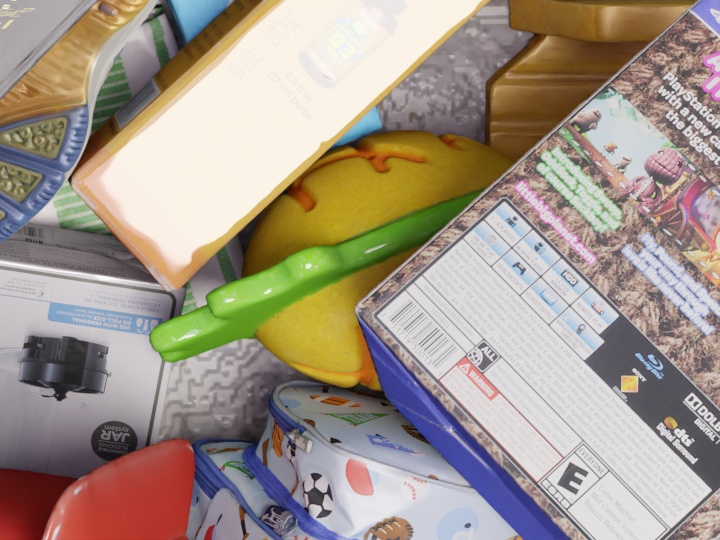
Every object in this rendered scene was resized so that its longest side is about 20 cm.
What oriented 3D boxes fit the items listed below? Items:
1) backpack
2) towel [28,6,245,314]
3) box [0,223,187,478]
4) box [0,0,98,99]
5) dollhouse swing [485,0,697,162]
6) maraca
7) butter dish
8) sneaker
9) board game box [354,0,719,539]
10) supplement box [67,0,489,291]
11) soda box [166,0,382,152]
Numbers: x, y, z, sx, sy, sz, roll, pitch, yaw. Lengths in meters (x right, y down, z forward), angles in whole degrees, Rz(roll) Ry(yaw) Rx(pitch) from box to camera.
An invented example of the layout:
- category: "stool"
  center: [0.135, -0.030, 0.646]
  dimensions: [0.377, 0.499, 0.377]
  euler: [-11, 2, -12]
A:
- category: "backpack"
  center: [0.000, 0.131, 1.237]
  dimensions: [0.199, 0.190, 0.155]
  euler: [21, 89, -29]
- category: "towel"
  center: [-0.158, -0.018, 1.278]
  dimensions: [0.199, 0.023, 0.153]
  euler: [-19, 102, -4]
- category: "box"
  center: [-0.149, 0.083, 1.262]
  dimensions: [0.116, 0.060, 0.201]
  euler: [10, 107, -11]
- category: "box"
  center: [-0.169, -0.164, 1.034]
  dimensions: [0.161, 0.049, 0.200]
  euler: [-44, 102, -1]
- category: "dollhouse swing"
  center: [0.156, -0.012, 1.241]
  dimensions: [0.180, 0.176, 0.201]
  euler: [-1, 101, -7]
- category: "maraca"
  center: [0.000, 0.000, 1.219]
  dimensions: [0.199, 0.137, 0.108]
  euler: [-16, 77, -41]
- category: "butter dish"
  center: [-0.164, 0.152, 1.129]
  dimensions: [0.147, 0.199, 0.201]
  euler: [17, 95, 11]
- category: "sneaker"
  center: [-0.128, -0.089, 1.186]
  dimensions: [0.075, 0.088, 0.200]
  euler: [37, 104, -4]
- category: "board game box"
  center: [0.126, 0.020, 1.125]
  dimensions: [0.200, 0.097, 0.159]
  euler: [-41, 70, -9]
- category: "supplement box"
  center: [-0.030, -0.085, 1.196]
  dimensions: [0.200, 0.069, 0.067]
  euler: [-42, 103, 3]
- category: "soda box"
  center: [-0.060, -0.144, 1.247]
  dimensions: [0.067, 0.064, 0.201]
  euler: [-23, 102, -2]
